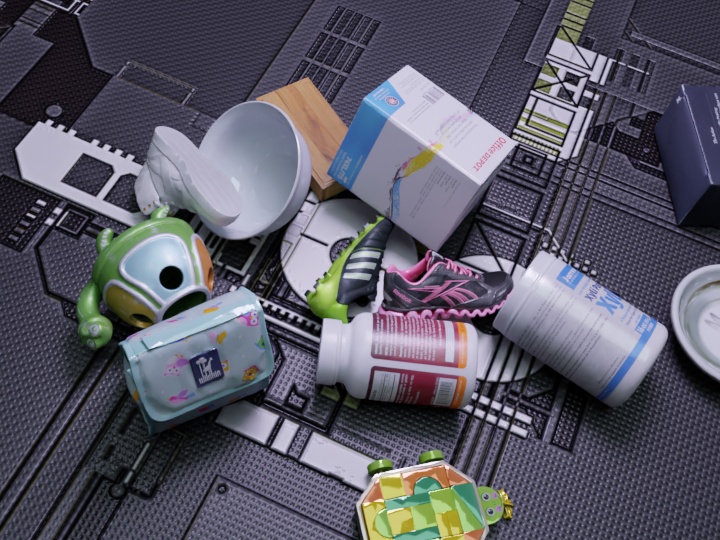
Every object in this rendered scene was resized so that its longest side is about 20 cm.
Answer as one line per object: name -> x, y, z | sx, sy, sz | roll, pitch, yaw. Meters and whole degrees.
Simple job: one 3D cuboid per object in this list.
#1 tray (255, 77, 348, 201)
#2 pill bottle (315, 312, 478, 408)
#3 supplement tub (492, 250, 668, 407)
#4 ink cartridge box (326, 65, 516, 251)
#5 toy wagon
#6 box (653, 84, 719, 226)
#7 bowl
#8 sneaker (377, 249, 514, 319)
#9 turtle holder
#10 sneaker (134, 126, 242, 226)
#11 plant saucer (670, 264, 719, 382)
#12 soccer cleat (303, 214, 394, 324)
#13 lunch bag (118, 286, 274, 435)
tray -> -0.072, -0.209, 1.325 | 0.098, 0.037, 0.200 | -27, 67, -21
pill bottle -> 0.045, 0.114, 1.104 | 0.199, 0.113, 0.113 | 7, 59, -3
supplement tub -> 0.295, 0.079, 1.146 | 0.200, 0.132, 0.132 | 34, 61, 12
ink cartridge box -> 0.088, -0.161, 1.219 | 0.200, 0.146, 0.147 | 37, 42, 6
toy wagon -> 0.095, 0.299, 1.043 | 0.199, 0.040, 0.156 | -8, 61, -12
box -> 0.598, -0.179, 1.344 | 0.199, 0.118, 0.197 | 2, 60, -7
bowl -> -0.140, -0.134, 1.218 | 0.201, 0.090, 0.202 | -6, 79, 34
sneaker -> 0.120, 0.016, 1.173 | 0.199, 0.096, 0.079 | -10, 21, -14
turtle holder -> -0.276, 0.015, 1.096 | 0.185, 0.141, 0.132 | -16, 52, -41
sneaker -> -0.247, -0.100, 1.197 | 0.074, 0.116, 0.200 | 0, 40, -49
plant saucer -> 0.535, 0.088, 1.218 | 0.199, 0.050, 0.201 | 3, 59, -5
soccer cleat -> 0.000, 0.000, 1.202 | 0.081, 0.068, 0.200 | 43, 58, -7
lunch bag -> -0.198, 0.106, 1.023 | 0.170, 0.200, 0.122 | -21, 73, -19
